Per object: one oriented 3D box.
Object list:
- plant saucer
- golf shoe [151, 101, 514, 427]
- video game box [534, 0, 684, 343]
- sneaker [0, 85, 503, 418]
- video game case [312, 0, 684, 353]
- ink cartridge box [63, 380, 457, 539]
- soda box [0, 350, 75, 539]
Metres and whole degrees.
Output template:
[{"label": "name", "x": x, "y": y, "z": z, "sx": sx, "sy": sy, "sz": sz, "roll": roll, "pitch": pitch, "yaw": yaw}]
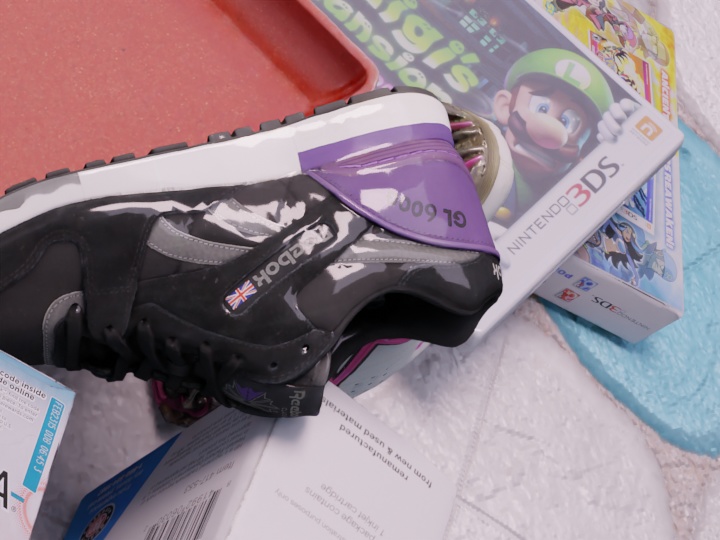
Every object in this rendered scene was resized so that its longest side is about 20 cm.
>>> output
[{"label": "plant saucer", "x": -0.130, "y": -0.076, "z": 0.665, "sx": 0.200, "sy": 0.037, "sz": 0.200, "roll": -39, "pitch": 76, "yaw": -22}, {"label": "golf shoe", "x": 0.000, "y": 0.000, "z": 0.707, "sx": 0.092, "sy": 0.200, "sz": 0.073, "roll": 8, "pitch": 57, "yaw": -38}, {"label": "video game box", "x": 0.092, "y": -0.084, "z": 0.953, "sx": 0.182, "sy": 0.047, "sz": 0.201, "roll": 25, "pitch": 51, "yaw": -25}, {"label": "sneaker", "x": -0.049, "y": 0.010, "z": 0.571, "sx": 0.199, "sy": 0.076, "sz": 0.088, "roll": -18, "pitch": 71, "yaw": -11}, {"label": "video game case", "x": 0.033, "y": -0.081, "z": 0.855, "sx": 0.200, "sy": 0.023, "sz": 0.182, "roll": 43, "pitch": 54, "yaw": 9}, {"label": "ink cartridge box", "x": -0.064, "y": 0.150, "z": 0.598, "sx": 0.086, "sy": 0.146, "sz": 0.201, "roll": 37, "pitch": 46, "yaw": -19}, {"label": "soda box", "x": -0.162, "y": 0.084, "z": 0.510, "sx": 0.063, "sy": 0.200, "sz": 0.069, "roll": 32, "pitch": 47, "yaw": -23}]
